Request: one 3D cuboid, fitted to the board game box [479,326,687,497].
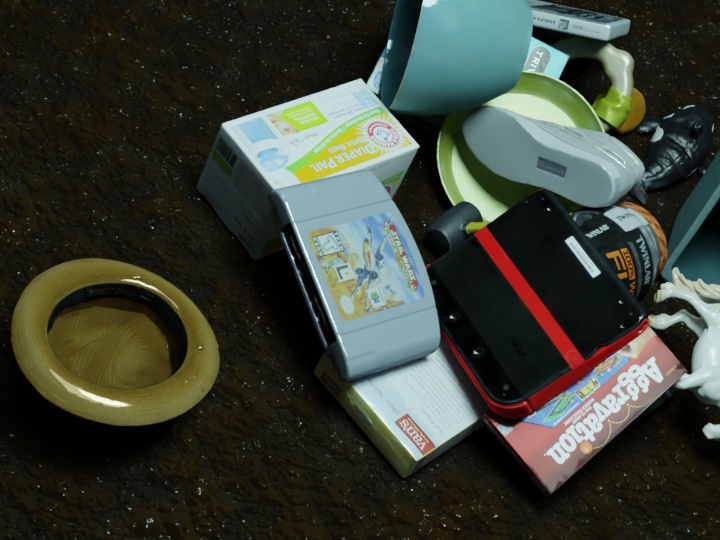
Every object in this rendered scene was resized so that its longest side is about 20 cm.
[{"bbox_3d":[0.224,0.123,1.581,0.200,0.019,0.103,-38,84,-20],"label":"board game box"}]

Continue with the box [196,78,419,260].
[{"bbox_3d":[-0.054,-0.110,1.677,0.199,0.102,0.113,-24,65,-38],"label":"box"}]

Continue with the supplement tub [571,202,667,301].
[{"bbox_3d":[0.235,0.003,1.705,0.200,0.123,0.123,-28,67,-39],"label":"supplement tub"}]

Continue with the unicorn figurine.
[{"bbox_3d":[0.360,0.100,1.659,0.137,0.074,0.201,17,78,-3],"label":"unicorn figurine"}]

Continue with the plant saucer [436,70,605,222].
[{"bbox_3d":[0.183,-0.127,1.800,0.199,0.031,0.201,1,81,-6],"label":"plant saucer"}]

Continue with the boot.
[{"bbox_3d":[0.216,-0.131,1.759,0.199,0.074,0.095,30,30,23],"label":"boot"}]

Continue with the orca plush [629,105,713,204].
[{"bbox_3d":[0.389,-0.164,1.956,0.199,0.071,0.105,-24,65,-38],"label":"orca plush"}]

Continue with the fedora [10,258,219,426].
[{"bbox_3d":[-0.230,0.081,1.446,0.200,0.082,0.201,17,43,-16],"label":"fedora"}]

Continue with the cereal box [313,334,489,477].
[{"bbox_3d":[0.069,0.105,1.595,0.200,0.040,0.144,-27,68,-39],"label":"cereal box"}]

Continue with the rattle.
[{"bbox_3d":[0.243,-0.227,1.954,0.199,0.131,0.143,2,16,19],"label":"rattle"}]

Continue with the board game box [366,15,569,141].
[{"bbox_3d":[0.122,-0.226,1.849,0.199,0.047,0.152,26,78,-2],"label":"board game box"}]

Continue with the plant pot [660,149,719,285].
[{"bbox_3d":[0.484,-0.078,1.852,0.196,0.196,0.200,24,38,-5],"label":"plant pot"}]

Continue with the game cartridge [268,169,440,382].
[{"bbox_3d":[0.000,0.000,1.559,0.133,0.042,0.201,-17,79,-31],"label":"game cartridge"}]

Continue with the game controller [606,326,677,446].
[{"bbox_3d":[0.259,0.119,1.663,0.200,0.042,0.105,-27,82,-40],"label":"game controller"}]

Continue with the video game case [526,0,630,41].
[{"bbox_3d":[0.230,-0.313,1.942,0.181,0.023,0.200,14,14,13],"label":"video game case"}]

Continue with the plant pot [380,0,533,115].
[{"bbox_3d":[0.111,-0.257,1.730,0.134,0.201,0.201,11,48,-8],"label":"plant pot"}]

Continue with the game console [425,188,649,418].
[{"bbox_3d":[0.164,0.033,1.573,0.176,0.031,0.200,-34,56,0],"label":"game console"}]

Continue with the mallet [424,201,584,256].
[{"bbox_3d":[0.161,-0.053,1.687,0.066,0.199,0.041,-44,117,-43],"label":"mallet"}]
